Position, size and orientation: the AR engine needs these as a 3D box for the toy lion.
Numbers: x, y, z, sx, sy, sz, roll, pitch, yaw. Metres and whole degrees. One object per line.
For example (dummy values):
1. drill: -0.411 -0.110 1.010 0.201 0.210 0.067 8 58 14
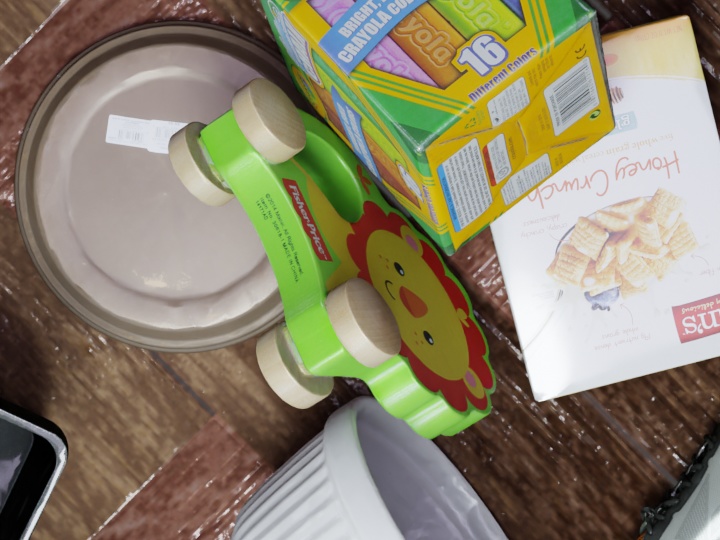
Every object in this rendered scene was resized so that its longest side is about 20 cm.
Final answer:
1. toy lion: 0.000 0.000 1.127 0.069 0.192 0.200 -33 72 24

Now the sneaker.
1. sneaker: 0.202 0.144 1.182 0.079 0.074 0.200 14 94 5

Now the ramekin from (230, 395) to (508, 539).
1. ramekin: 0.016 0.180 1.128 0.105 0.200 0.200 -37 92 12

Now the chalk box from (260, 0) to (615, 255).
1. chalk box: 0.027 -0.135 1.114 0.124 0.125 0.200 -38 61 -8

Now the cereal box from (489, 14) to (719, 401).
1. cereal box: 0.147 -0.036 1.186 0.144 0.040 0.200 -15 93 3

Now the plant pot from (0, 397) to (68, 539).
1. plant pot: -0.278 0.131 1.135 0.200 0.177 0.200 26 94 0

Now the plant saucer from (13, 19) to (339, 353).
1. plant saucer: -0.109 -0.049 1.196 0.200 0.029 0.200 0 93 2
